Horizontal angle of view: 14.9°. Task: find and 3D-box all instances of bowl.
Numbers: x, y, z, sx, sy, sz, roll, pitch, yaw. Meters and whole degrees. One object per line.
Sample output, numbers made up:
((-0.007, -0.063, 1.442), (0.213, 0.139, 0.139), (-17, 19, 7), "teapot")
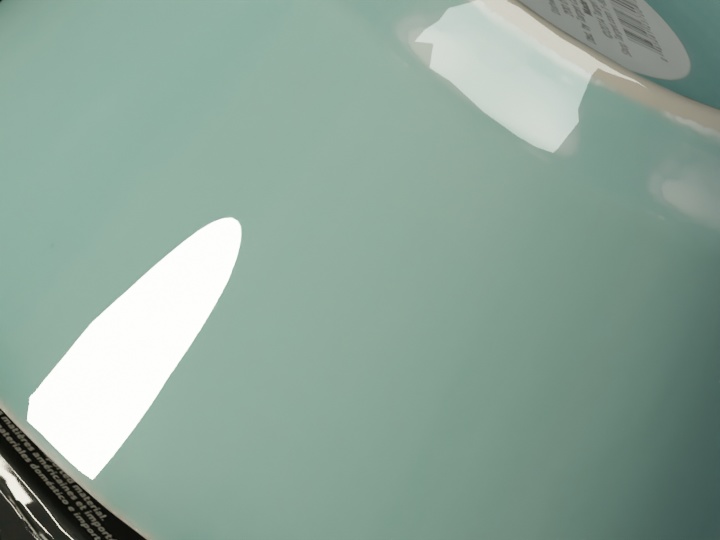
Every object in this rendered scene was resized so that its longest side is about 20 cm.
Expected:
((0.018, -0.021, 0.543), (0.200, 0.105, 0.201), (28, 24, -14), "bowl")

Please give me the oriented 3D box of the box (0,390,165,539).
((-0.034, 0.088, 0.586), (0.124, 0.149, 0.200), (46, 27, 22), "box")
